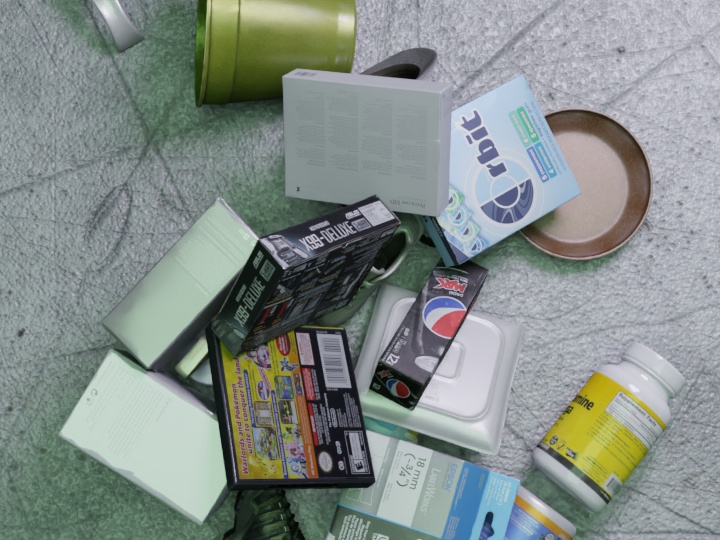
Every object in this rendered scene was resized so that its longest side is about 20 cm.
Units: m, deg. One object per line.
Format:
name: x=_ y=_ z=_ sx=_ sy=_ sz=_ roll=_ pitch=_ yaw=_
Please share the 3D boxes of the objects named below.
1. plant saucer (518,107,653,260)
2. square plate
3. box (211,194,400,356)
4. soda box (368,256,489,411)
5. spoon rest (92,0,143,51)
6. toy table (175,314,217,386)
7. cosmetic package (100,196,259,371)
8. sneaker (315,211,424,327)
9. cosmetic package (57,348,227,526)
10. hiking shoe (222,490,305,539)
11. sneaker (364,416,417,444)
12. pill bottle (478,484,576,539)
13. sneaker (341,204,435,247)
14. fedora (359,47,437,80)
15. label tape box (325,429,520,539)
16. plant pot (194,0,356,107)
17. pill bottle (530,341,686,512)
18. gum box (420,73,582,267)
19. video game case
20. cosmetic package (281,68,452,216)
plant saucer: x=0.282 y=-0.112 z=1.581 sx=0.199 sy=0.037 sz=0.202 roll=0 pitch=83 yaw=-1
square plate: x=0.098 y=0.116 z=1.513 sx=0.199 sy=0.029 sz=0.199 roll=17 pitch=54 yaw=2
box: x=-0.061 y=0.005 z=1.389 sx=0.200 sy=0.158 sz=0.050 roll=-24 pitch=65 yaw=-44
soda box: x=0.086 y=0.071 z=1.480 sx=0.063 sy=0.071 sz=0.200 roll=27 pitch=55 yaw=8
spoon rest: x=-0.353 y=-0.390 z=1.590 sx=0.099 sy=0.061 sz=0.201 roll=-30 pitch=86 yaw=-4
toy table: x=-0.158 y=0.057 z=1.518 sx=0.183 sy=0.117 sz=0.201 roll=28 pitch=85 yaw=2
cosmetic package: x=-0.201 y=0.020 z=1.412 sx=0.200 sy=0.107 sz=0.090 roll=-44 pitch=86 yaw=-5
sneaker: x=0.000 y=0.000 z=1.512 sx=0.076 sy=0.092 sz=0.200 roll=37 pitch=110 yaw=-6
cosmetic package: x=-0.234 y=0.200 z=1.459 sx=0.199 sy=0.199 sz=0.123 roll=30 pitch=85 yaw=2
hiking shoe: x=-0.111 y=0.311 z=1.521 sx=0.100 sy=0.076 sz=0.201 roll=19 pitch=93 yaw=-7
sneaker: x=0.057 y=0.218 z=1.523 sx=0.130 sy=0.080 sz=0.201 roll=-25 pitch=86 yaw=-2
pill bottle: x=0.168 y=0.369 z=1.491 sx=0.112 sy=0.112 sz=0.200 roll=36 pitch=85 yaw=3
sneaker: x=0.056 y=-0.098 z=1.574 sx=0.199 sy=0.077 sz=0.089 roll=22 pitch=53 yaw=3
fedora: x=0.026 y=-0.195 z=1.542 sx=0.200 sy=0.177 sz=0.091 roll=-37 pitch=116 yaw=-17
label tape box: x=0.075 y=0.285 z=1.432 sx=0.199 sy=0.063 sz=0.145 roll=16 pitch=81 yaw=12
plant pot: x=-0.108 y=-0.302 z=1.530 sx=0.192 sy=0.200 sz=0.202 roll=3 pitch=84 yaw=-11
pill bottle: x=0.315 y=0.193 z=1.511 sx=0.112 sy=0.112 sz=0.200 roll=39 pitch=84 yaw=3
gum box: x=0.155 y=-0.125 z=1.503 sx=0.199 sy=0.045 sz=0.171 roll=-30 pitch=95 yaw=-20
video game case: x=-0.082 y=0.156 z=1.396 sx=0.180 sy=0.026 sz=0.201 roll=5 pitch=59 yaw=-30
cosmetic package: x=0.007 y=-0.153 z=1.425 sx=0.199 sy=0.052 sz=0.152 roll=9 pitch=113 yaw=19
